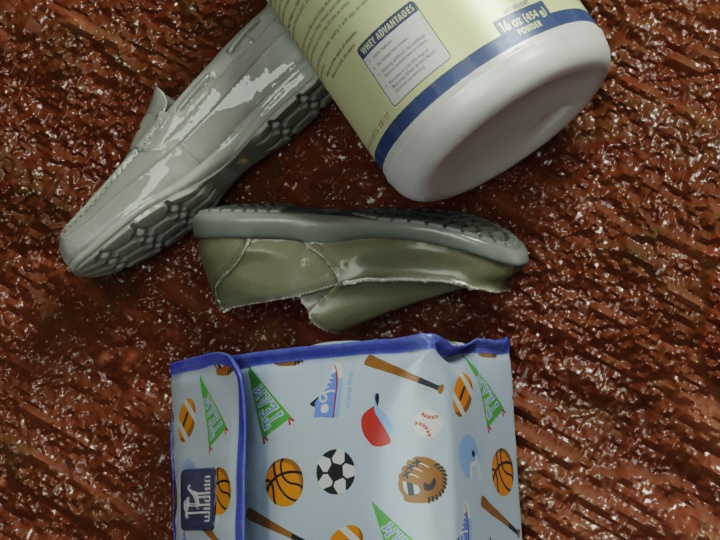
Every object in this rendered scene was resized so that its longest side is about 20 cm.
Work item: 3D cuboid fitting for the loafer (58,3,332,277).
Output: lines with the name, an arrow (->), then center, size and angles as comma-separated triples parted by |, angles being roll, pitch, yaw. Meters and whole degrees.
loafer -> -0.102, -0.075, 1.493 | 0.200, 0.070, 0.070 | -40, 70, 1

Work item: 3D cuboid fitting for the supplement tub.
supplement tub -> 0.031, -0.155, 1.419 | 0.145, 0.145, 0.200 | -36, 76, 10

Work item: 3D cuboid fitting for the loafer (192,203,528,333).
loafer -> 0.000, 0.000, 1.458 | 0.199, 0.075, 0.070 | 4, 97, 21

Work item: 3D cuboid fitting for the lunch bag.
lunch bag -> -0.021, 0.125, 1.422 | 0.199, 0.124, 0.171 | -5, 82, 29
